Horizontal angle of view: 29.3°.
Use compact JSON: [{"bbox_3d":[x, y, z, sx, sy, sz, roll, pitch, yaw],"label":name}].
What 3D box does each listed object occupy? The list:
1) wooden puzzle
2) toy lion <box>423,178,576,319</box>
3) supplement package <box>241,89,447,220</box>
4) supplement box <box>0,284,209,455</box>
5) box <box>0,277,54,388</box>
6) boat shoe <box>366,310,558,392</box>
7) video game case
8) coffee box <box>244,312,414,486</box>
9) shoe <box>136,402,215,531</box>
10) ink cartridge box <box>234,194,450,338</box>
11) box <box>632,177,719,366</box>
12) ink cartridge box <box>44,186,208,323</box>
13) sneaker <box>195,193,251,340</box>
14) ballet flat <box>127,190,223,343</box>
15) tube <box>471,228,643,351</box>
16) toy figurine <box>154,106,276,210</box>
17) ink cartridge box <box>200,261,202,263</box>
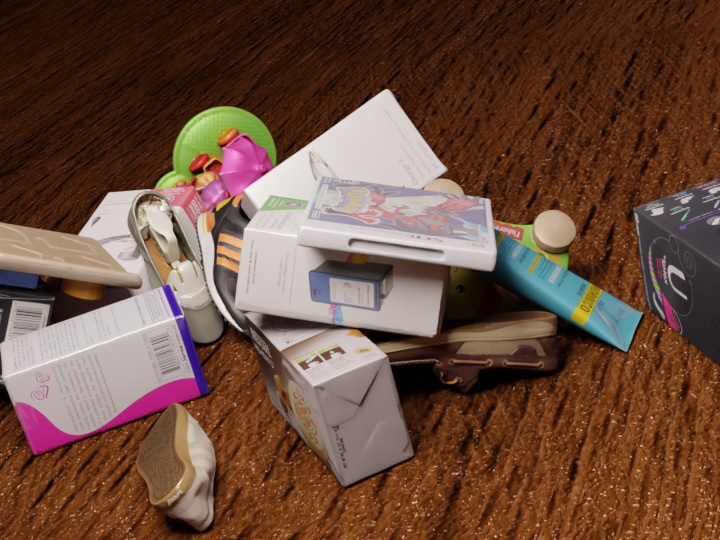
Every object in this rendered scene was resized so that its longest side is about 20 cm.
[{"bbox_3d":[-0.370,-0.011,1.588,0.185,0.047,0.200,10,9,-33],"label":"wooden puzzle"},{"bbox_3d":[0.114,0.011,1.462,0.199,0.069,0.192,15,63,3],"label":"toy lion"},{"bbox_3d":[-0.021,-0.091,1.547,0.200,0.117,0.117,-36,-1,-9],"label":"supplement package"},{"bbox_3d":[-0.280,0.107,1.502,0.199,0.102,0.103,-19,24,-10],"label":"supplement box"},{"bbox_3d":[-0.446,0.050,1.639,0.106,0.123,0.200,10,13,-28],"label":"box"},{"bbox_3d":[0.098,0.086,1.359,0.199,0.072,0.072,-7,8,-5],"label":"boat shoe"},{"bbox_3d":[0.038,-0.048,1.325,0.181,0.023,0.200,8,17,1],"label":"video game case"},{"bbox_3d":[-0.034,0.108,1.340,0.079,0.115,0.200,-22,26,-16],"label":"coffee box"},{"bbox_3d":[-0.175,0.191,1.333,0.070,0.053,0.200,-48,20,6],"label":"shoe"},{"bbox_3d":[-0.010,-0.007,1.357,0.199,0.088,0.145,10,17,5],"label":"ink cartridge box"},{"bbox_3d":[0.357,0.006,1.322,0.106,0.123,0.200,-19,24,-10],"label":"box"},{"bbox_3d":[-0.290,-0.011,1.731,0.145,0.085,0.200,-3,42,28],"label":"ink cartridge box"},{"bbox_3d":[-0.133,-0.014,1.614,0.090,0.070,0.201,-35,48,17],"label":"sneaker"},{"bbox_3d":[-0.220,-0.007,1.618,0.067,0.064,0.200,-21,69,-24],"label":"ballet flat"},{"bbox_3d":[0.192,0.016,1.408,0.199,0.051,0.077,29,42,8],"label":"tube"},{"bbox_3d":[-0.191,-0.124,1.879,0.200,0.150,0.184,-41,18,-3],"label":"toy figurine"},{"bbox_3d":[-0.193,0.000,1.749,0.199,0.050,0.161,-24,25,-24],"label":"ink cartridge box"}]
